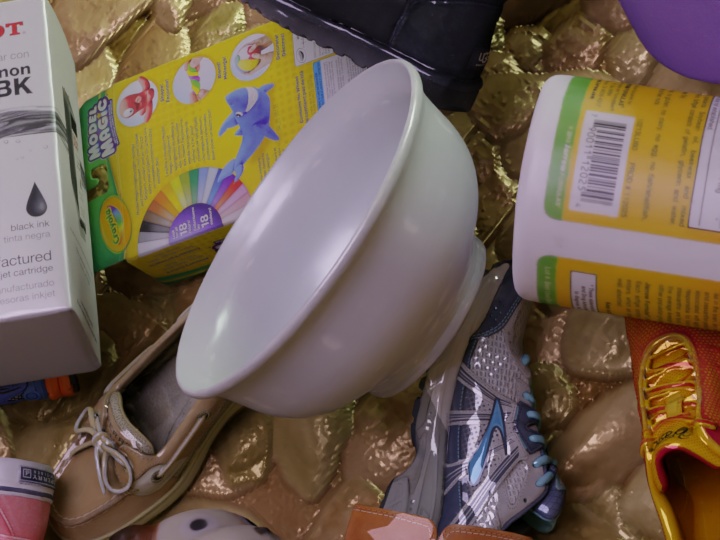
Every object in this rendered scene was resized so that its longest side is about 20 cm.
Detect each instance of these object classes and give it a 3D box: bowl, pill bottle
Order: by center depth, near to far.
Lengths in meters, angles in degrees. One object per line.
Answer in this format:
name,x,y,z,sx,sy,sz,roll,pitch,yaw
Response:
pill bottle,0.179,-0.026,1.440,0.199,0.111,0.112,9,75,10
bowl,0.000,0.000,1.513,0.201,0.090,0.201,-49,19,23

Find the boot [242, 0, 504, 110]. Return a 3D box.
boot,0.029,-0.208,1.565,0.164,0.066,0.201,29,108,17

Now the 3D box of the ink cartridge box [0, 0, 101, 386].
ink cartridge box,-0.227,-0.039,1.661,0.146,0.083,0.201,-10,64,2

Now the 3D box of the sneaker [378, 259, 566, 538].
sneaker,0.068,0.094,1.527,0.086,0.078,0.201,14,76,12

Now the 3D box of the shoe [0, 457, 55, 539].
shoe,-0.256,0.153,1.673,0.199,0.071,0.092,-3,75,35

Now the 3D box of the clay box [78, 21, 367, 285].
clay box,-0.064,-0.070,1.676,0.199,0.048,0.115,-19,62,25

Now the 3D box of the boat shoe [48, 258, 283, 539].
boat shoe,-0.106,0.070,1.638,0.200,0.063,0.073,-40,55,13

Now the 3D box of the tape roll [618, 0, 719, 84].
tape roll,0.214,-0.184,1.488,0.199,0.066,0.201,-20,39,17

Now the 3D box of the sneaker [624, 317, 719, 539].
sneaker,0.166,0.072,1.457,0.073,0.077,0.201,-28,55,21

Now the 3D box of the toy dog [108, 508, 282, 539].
toy dog,-0.072,0.221,1.532,0.194,0.139,0.201,144,131,-58

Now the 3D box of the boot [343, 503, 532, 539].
boot,0.063,0.204,1.439,0.199,0.077,0.156,14,75,7

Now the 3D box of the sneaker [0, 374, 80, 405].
sneaker,-0.228,-0.004,1.722,0.078,0.076,0.200,-19,55,-13
